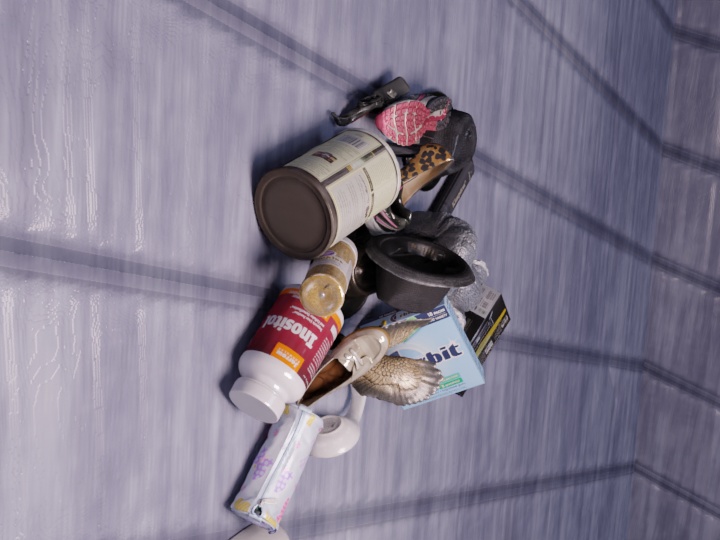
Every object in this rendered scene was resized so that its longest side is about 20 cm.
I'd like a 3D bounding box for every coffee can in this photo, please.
[{"bbox_3d":[-0.047,-0.122,1.418,0.200,0.146,0.147,-37,128,-47],"label":"coffee can"}]

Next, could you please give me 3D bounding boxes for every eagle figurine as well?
[{"bbox_3d":[0.026,0.140,1.547,0.152,0.199,0.152,28,75,-56],"label":"eagle figurine"}]

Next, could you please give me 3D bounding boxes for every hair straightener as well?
[{"bbox_3d":[0.022,-0.295,1.559,0.200,0.077,0.041,-30,89,-44],"label":"hair straightener"}]

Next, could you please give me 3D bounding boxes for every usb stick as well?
[{"bbox_3d":[0.187,-0.155,1.882,0.200,0.032,0.056,-59,141,-31],"label":"usb stick"}]

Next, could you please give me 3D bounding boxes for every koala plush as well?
[{"bbox_3d":[0.166,0.008,1.716,0.200,0.183,0.178,53,51,-35],"label":"koala plush"}]

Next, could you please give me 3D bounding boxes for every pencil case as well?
[{"bbox_3d":[-0.132,0.310,1.449,0.091,0.083,0.201,86,26,-61],"label":"pencil case"}]

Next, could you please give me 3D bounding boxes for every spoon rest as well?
[{"bbox_3d":[-0.033,0.262,1.594,0.200,0.099,0.061,-56,138,-50],"label":"spoon rest"}]

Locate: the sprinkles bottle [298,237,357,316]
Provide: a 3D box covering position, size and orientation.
[{"bbox_3d":[-0.046,0.005,1.391,0.200,0.068,0.069,-75,162,-70],"label":"sprinkles bottle"}]

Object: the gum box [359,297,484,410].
[{"bbox_3d":[0.116,0.153,1.691,0.045,0.169,0.201,-86,152,-57],"label":"gum box"}]

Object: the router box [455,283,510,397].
[{"bbox_3d":[0.224,0.143,1.845,0.200,0.052,0.157,-56,154,-11],"label":"router box"}]

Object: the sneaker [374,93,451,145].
[{"bbox_3d":[0.085,-0.274,1.633,0.200,0.074,0.081,-22,124,-52],"label":"sneaker"}]

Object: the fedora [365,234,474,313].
[{"bbox_3d":[0.089,0.014,1.519,0.200,0.200,0.092,-14,129,-55],"label":"fedora"}]

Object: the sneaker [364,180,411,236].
[{"bbox_3d":[0.031,-0.154,1.564,0.080,0.086,0.201,-52,122,-40],"label":"sneaker"}]

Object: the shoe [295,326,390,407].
[{"bbox_3d":[-0.032,0.162,1.478,0.070,0.200,0.053,46,23,-17],"label":"shoe"}]

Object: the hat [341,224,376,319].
[{"bbox_3d":[0.000,0.000,1.583,0.200,0.081,0.202,-19,112,-55],"label":"hat"}]

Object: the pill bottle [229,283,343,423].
[{"bbox_3d":[-0.116,0.128,1.403,0.201,0.112,0.113,-61,142,-30],"label":"pill bottle"}]

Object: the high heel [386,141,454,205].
[{"bbox_3d":[0.091,-0.132,1.635,0.071,0.142,0.201,9,90,-57],"label":"high heel"}]

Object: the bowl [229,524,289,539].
[{"bbox_3d":[-0.171,0.521,1.452,0.200,0.074,0.201,-24,117,-51],"label":"bowl"}]

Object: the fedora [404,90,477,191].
[{"bbox_3d":[0.165,-0.249,1.768,0.200,0.091,0.202,-18,112,-54],"label":"fedora"}]
